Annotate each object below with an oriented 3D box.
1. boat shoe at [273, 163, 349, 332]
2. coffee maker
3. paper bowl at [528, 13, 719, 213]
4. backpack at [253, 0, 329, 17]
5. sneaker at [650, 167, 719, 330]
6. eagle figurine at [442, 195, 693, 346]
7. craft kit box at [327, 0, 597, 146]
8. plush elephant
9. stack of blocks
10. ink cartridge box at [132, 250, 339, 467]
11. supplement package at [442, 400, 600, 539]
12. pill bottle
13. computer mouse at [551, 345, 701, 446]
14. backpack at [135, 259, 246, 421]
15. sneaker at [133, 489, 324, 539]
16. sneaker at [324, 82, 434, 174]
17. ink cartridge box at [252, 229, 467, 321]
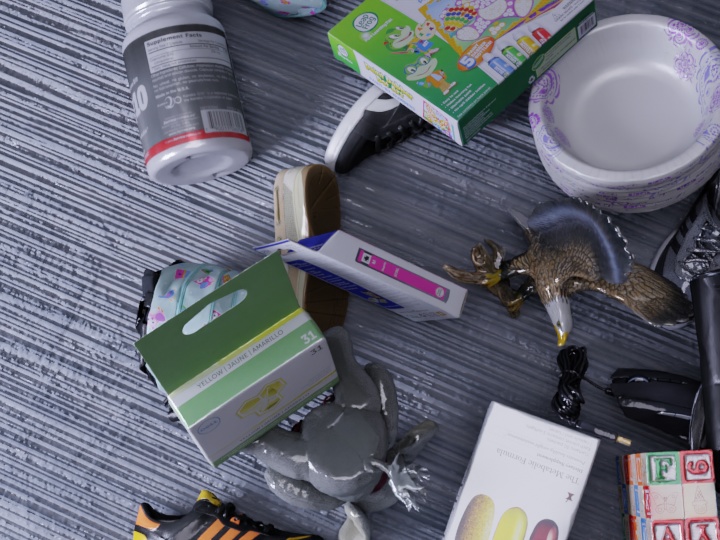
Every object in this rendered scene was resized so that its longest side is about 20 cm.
[{"bbox_3d":[-0.060,-0.010,1.278,0.065,0.072,0.201,-3,90,40],"label":"boat shoe"},{"bbox_3d":[0.369,0.095,1.087,0.134,0.192,0.201,-3,78,4],"label":"coffee maker"},{"bbox_3d":[0.275,-0.151,1.235,0.200,0.104,0.201,-6,63,12],"label":"paper bowl"},{"bbox_3d":[-0.103,-0.356,1.275,0.167,0.200,0.127,15,83,46],"label":"backpack"},{"bbox_3d":[0.353,-0.037,1.218,0.075,0.114,0.200,30,83,10],"label":"sneaker"},{"bbox_3d":[0.211,0.000,1.194,0.200,0.152,0.151,-17,96,37],"label":"eagle figurine"},{"bbox_3d":[0.103,-0.249,1.250,0.200,0.049,0.197,-43,55,-14],"label":"craft kit box"},{"bbox_3d":[-0.009,0.181,1.199,0.200,0.155,0.165,36,73,19],"label":"plush elephant"},{"bbox_3d":[0.283,0.227,1.132,0.058,0.200,0.116,-3,81,4],"label":"stack of blocks"},{"bbox_3d":[-0.100,0.082,1.056,0.145,0.200,0.048,-34,64,-11],"label":"ink cartridge box"},{"bbox_3d":[0.146,0.243,1.186,0.113,0.110,0.201,19,82,8],"label":"supplement package"},{"bbox_3d":[-0.190,-0.202,1.295,0.113,0.114,0.201,-14,78,2],"label":"pill bottle"},{"bbox_3d":[0.283,0.131,1.183,0.199,0.140,0.046,23,119,8],"label":"computer mouse"},{"bbox_3d":[-0.149,0.059,1.199,0.126,0.200,0.168,-1,79,4],"label":"backpack"},{"bbox_3d":[-0.134,0.265,1.225,0.199,0.070,0.090,-6,82,6],"label":"sneaker"},{"bbox_3d":[0.062,-0.159,1.285,0.112,0.073,0.200,40,83,13],"label":"sneaker"},{"bbox_3d":[0.000,0.000,1.207,0.199,0.095,0.037,22,77,-23],"label":"ink cartridge box"}]
